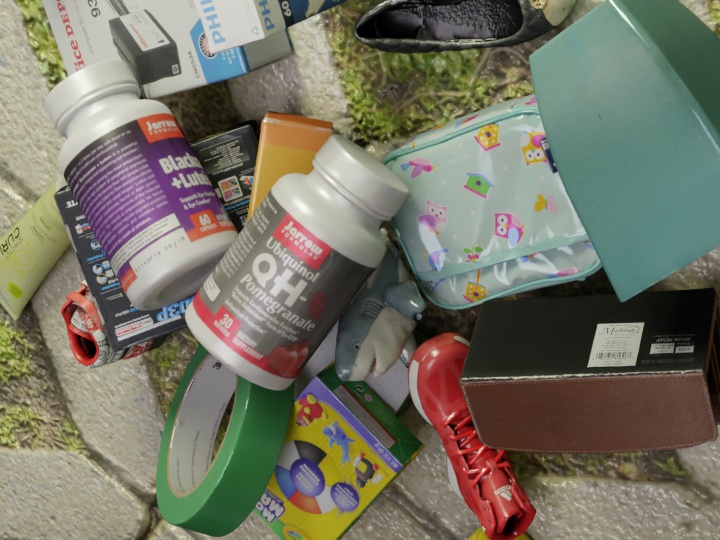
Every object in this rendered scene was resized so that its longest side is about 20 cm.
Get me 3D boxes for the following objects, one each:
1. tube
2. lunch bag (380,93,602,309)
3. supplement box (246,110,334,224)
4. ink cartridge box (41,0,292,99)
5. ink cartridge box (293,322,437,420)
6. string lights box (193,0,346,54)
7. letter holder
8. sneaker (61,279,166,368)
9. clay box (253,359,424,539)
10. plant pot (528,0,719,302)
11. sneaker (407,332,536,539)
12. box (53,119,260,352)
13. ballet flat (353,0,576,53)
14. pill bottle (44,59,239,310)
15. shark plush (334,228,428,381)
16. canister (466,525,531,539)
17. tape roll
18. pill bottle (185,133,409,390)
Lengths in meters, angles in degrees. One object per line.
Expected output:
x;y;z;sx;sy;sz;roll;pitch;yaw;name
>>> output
-0.333;-0.025;1.691;0.200;0.052;0.058;-40;47;41;tube
0.122;-0.055;1.389;0.199;0.077;0.162;-16;101;35;lunch bag
-0.070;-0.036;1.476;0.066;0.069;0.202;10;99;-3;supplement box
-0.180;-0.234;1.488;0.199;0.084;0.146;-10;105;33;ink cartridge box
-0.011;0.117;1.551;0.104;0.059;0.201;38;124;11;ink cartridge box
-0.064;-0.253;1.341;0.059;0.200;0.104;-10;106;33;string lights box
0.200;0.105;1.363;0.198;0.101;0.143;-4;128;22;letter holder
-0.227;0.004;1.596;0.067;0.108;0.203;33;124;29;sneaker
-0.041;0.189;1.533;0.115;0.048;0.200;44;125;9;clay box
0.230;-0.110;1.273;0.141;0.141;0.201;-33;84;36;plant pot
0.109;0.153;1.437;0.116;0.078;0.201;53;171;53;sneaker
-0.164;-0.032;1.532;0.198;0.046;0.160;-20;101;4;box
0.086;-0.207;1.360;0.199;0.057;0.067;-7;107;32;ballet flat
-0.193;-0.077;1.437;0.111;0.111;0.201;-37;78;36;pill bottle
0.000;0.000;1.443;0.091;0.082;0.202;107;153;-68;shark plush
0.108;0.344;1.562;0.148;0.086;0.200;44;124;7;canister
-0.129;0.147;1.557;0.048;0.201;0.201;20;128;-23;tape roll
-0.049;-0.009;1.376;0.110;0.111;0.201;38;102;11;pill bottle
